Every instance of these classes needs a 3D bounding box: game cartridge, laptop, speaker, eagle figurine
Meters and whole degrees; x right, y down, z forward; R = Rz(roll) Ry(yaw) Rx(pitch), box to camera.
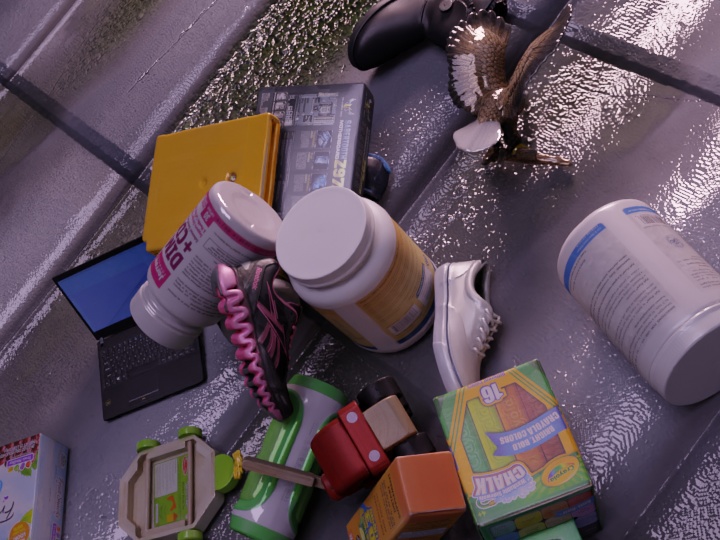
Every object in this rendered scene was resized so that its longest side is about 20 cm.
[{"bbox_3d":[-0.203,-0.113,1.465,0.199,0.032,0.177,-6,69,32],"label":"game cartridge"},{"bbox_3d":[-0.329,0.082,1.530,0.177,0.103,0.201,-23,60,20],"label":"laptop"},{"bbox_3d":[-0.086,0.232,1.317,0.088,0.088,0.201,10,69,36],"label":"speaker"},{"bbox_3d":[0.188,-0.236,1.380,0.151,0.201,0.151,-2,13,-5],"label":"eagle figurine"}]

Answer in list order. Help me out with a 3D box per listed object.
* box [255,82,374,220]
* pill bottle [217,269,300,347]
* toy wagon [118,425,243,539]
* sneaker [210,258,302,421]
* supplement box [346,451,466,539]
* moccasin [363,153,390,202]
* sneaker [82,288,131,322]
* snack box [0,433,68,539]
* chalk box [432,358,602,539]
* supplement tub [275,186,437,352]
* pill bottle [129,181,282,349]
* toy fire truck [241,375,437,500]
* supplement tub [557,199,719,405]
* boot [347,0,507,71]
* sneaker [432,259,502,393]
[{"bbox_3d":[-0.071,-0.152,1.463,0.157,0.051,0.201,0,73,20],"label":"box"},{"bbox_3d":[-0.172,0.005,1.484,0.112,0.112,0.200,-42,50,4],"label":"pill bottle"},{"bbox_3d":[-0.228,0.282,1.407,0.199,0.040,0.156,-20,55,20],"label":"toy wagon"},{"bbox_3d":[-0.104,0.077,1.277,0.095,0.201,0.079,-20,8,-21],"label":"sneaker"},{"bbox_3d":[0.044,0.263,1.150,0.068,0.200,0.067,-4,58,-18],"label":"supplement box"},{"bbox_3d":[-0.057,-0.120,1.509,0.199,0.080,0.068,-6,65,30],"label":"moccasin"},{"bbox_3d":[-0.318,-0.019,1.597,0.200,0.087,0.074,-53,33,-5],"label":"sneaker"},{"bbox_3d":[-0.514,0.340,1.532,0.199,0.068,0.169,-19,54,23],"label":"snack box"},{"bbox_3d":[0.170,0.220,1.124,0.124,0.124,0.200,-22,52,2],"label":"chalk box"},{"bbox_3d":[0.000,0.000,1.323,0.144,0.200,0.145,-15,56,24],"label":"supplement tub"},{"bbox_3d":[-0.192,-0.003,1.346,0.200,0.113,0.114,-49,47,20],"label":"pill bottle"},{"bbox_3d":[-0.027,0.207,1.206,0.200,0.176,0.129,-31,71,-2],"label":"toy fire truck"},{"bbox_3d":[0.314,0.030,1.156,0.132,0.132,0.200,-39,50,7],"label":"supplement tub"},{"bbox_3d":[0.095,-0.340,1.542,0.200,0.076,0.168,-43,46,-5],"label":"boot"},{"bbox_3d":[0.129,0.069,1.285,0.071,0.073,0.201,-20,54,25],"label":"sneaker"}]
